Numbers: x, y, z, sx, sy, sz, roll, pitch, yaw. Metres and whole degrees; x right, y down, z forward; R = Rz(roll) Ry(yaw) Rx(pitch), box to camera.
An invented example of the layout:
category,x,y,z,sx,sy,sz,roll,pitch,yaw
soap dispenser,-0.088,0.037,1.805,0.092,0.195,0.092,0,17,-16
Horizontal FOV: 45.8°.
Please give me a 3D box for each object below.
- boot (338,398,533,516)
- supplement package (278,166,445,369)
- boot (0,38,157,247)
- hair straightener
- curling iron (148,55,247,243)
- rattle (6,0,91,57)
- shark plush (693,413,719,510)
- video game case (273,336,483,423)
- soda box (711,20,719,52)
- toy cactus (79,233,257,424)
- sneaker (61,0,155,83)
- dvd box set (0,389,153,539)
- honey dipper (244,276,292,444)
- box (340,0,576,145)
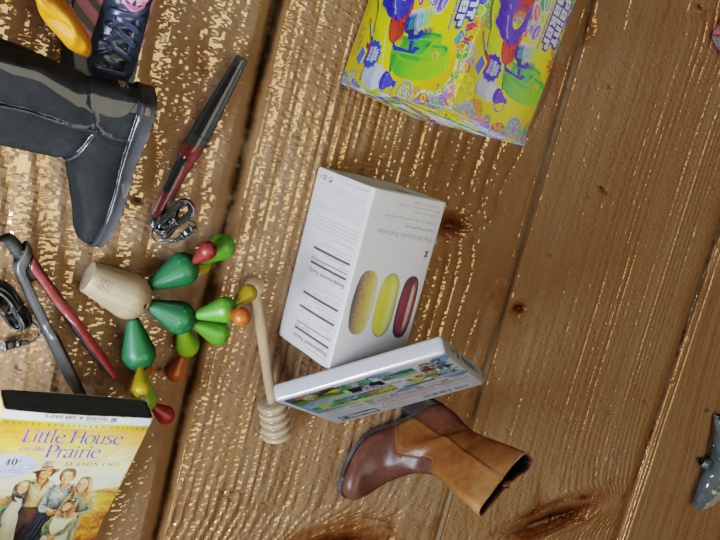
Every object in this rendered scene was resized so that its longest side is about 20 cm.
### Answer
category,x,y,z,sx,sy,sz,roll,pitch,yaw
boot,0.090,0.260,1.076,0.187,0.199,0.069,-31,124,-25
supplement package,0.000,0.000,0.967,0.112,0.109,0.203,6,103,-39
boot,-0.292,-0.109,0.721,0.197,0.066,0.167,9,117,-35
hair straightener,-0.303,0.049,0.789,0.077,0.041,0.202,-37,131,-21
curling iron,-0.158,-0.119,0.850,0.049,0.026,0.203,22,88,-4
rattle,-0.320,-0.199,0.637,0.200,0.129,0.144,-46,158,-33
shark plush,0.720,0.392,1.718,0.082,0.091,0.203,-4,117,-5
video game case,0.027,0.130,0.972,0.182,0.197,0.022,39,37,-63
soda box,0.635,-0.428,1.340,0.070,0.063,0.202,35,84,-40
toy cactus,-0.199,0.046,0.849,0.164,0.102,0.202,29,96,-32
sneaker,-0.211,-0.224,0.733,0.069,0.082,0.203,-3,113,-37
dvd box set,-0.302,0.203,0.817,0.145,0.029,0.202,12,117,-39
honey dipper,-0.110,0.102,0.972,0.038,0.038,0.203,-21,115,-30
box,0.106,-0.261,0.899,0.121,0.192,0.203,15,97,-40
